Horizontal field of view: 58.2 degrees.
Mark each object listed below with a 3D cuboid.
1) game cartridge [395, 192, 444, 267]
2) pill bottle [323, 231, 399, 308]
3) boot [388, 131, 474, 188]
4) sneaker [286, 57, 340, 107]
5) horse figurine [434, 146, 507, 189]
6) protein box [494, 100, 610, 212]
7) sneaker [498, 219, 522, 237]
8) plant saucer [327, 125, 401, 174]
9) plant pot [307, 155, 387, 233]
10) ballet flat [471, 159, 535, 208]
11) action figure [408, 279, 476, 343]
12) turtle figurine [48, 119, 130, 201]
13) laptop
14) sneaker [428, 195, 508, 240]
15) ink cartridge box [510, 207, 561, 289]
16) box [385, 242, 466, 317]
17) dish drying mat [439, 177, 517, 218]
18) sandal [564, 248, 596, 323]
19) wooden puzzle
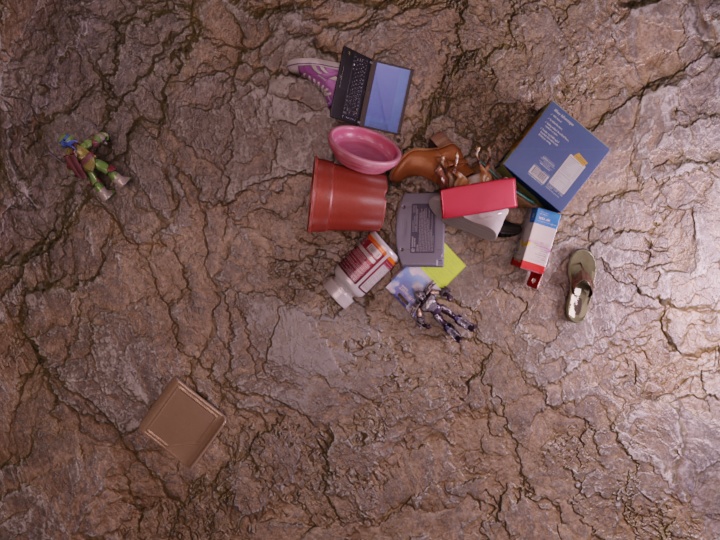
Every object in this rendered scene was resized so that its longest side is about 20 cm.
[{"bbox_3d":[0.160,-0.108,1.730,0.130,0.041,0.204,2,76,7],"label":"game cartridge"},{"bbox_3d":[0.000,0.000,1.739,0.200,0.110,0.110,-44,92,4],"label":"pill bottle"},{"bbox_3d":[0.189,-0.257,1.715,0.198,0.077,0.156,-33,72,-9],"label":"boot"},{"bbox_3d":[-0.104,-0.499,1.725,0.197,0.073,0.117,9,98,1],"label":"sneaker"},{"bbox_3d":[0.279,-0.239,1.649,0.196,0.050,0.135,-13,93,-12],"label":"horse figurine"},{"bbox_3d":[0.495,-0.290,1.689,0.198,0.135,0.201,38,95,-1],"label":"protein box"},{"bbox_3d":[0.342,-0.144,1.739,0.196,0.076,0.092,15,86,-3],"label":"sneaker"},{"bbox_3d":[0.007,-0.310,1.686,0.197,0.202,0.051,19,124,0],"label":"plant saucer"},{"bbox_3d":[-0.035,-0.186,1.694,0.191,0.201,0.205,6,95,-6],"label":"plant pot"},{"bbox_3d":[0.371,-0.212,1.736,0.199,0.068,0.073,37,105,1],"label":"ballet flat"},{"bbox_3d":[0.213,0.111,1.729,0.199,0.070,0.131,37,102,-20],"label":"action figure"},{"bbox_3d":[-0.723,-0.300,1.757,0.144,0.199,0.195,-46,113,-18],"label":"turtle figurine"},{"bbox_3d":[0.030,-0.467,1.696,0.102,0.199,0.181,17,99,34],"label":"laptop"},{"bbox_3d":[0.286,-0.166,1.689,0.198,0.074,0.116,28,62,13],"label":"sneaker"},{"bbox_3d":[0.457,-0.060,1.717,0.066,0.116,0.203,16,94,0],"label":"ink cartridge box"},{"bbox_3d":[0.176,0.014,1.765,0.122,0.048,0.200,45,94,-1],"label":"box"},{"bbox_3d":[0.296,-0.182,1.626,0.196,0.018,0.078,-10,103,-7],"label":"dish drying mat"},{"bbox_3d":[0.601,0.043,1.750,0.078,0.057,0.205,3,94,1],"label":"sandal"},{"bbox_3d":[-0.500,0.429,1.827,0.199,0.037,0.186,38,95,3],"label":"wooden puzzle"}]
